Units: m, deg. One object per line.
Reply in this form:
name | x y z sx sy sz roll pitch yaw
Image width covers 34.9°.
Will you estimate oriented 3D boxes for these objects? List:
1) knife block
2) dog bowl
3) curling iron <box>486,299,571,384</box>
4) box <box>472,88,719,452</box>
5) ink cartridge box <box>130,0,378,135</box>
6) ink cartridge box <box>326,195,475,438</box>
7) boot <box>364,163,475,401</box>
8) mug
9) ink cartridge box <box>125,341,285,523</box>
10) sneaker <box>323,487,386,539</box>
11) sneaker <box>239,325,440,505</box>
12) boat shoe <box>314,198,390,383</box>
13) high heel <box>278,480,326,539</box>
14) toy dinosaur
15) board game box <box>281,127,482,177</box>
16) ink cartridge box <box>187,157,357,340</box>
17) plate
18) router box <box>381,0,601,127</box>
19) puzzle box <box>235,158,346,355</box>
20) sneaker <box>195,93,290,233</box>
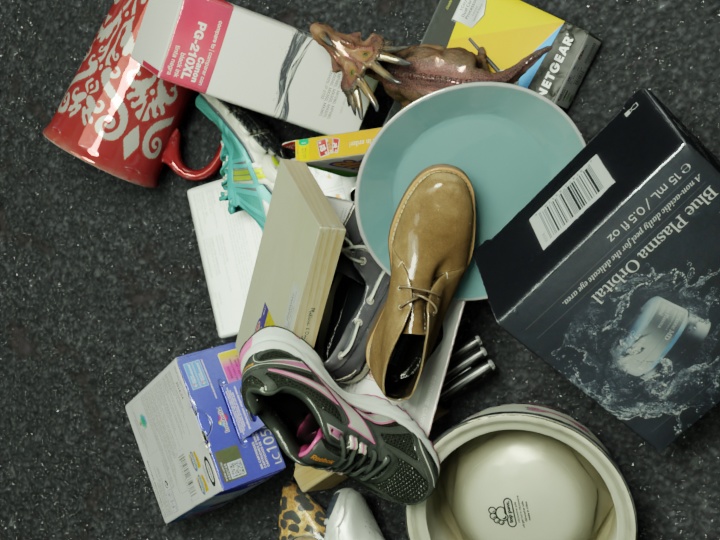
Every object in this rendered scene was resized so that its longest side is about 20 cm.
knife block | 0.040 0.131 1.088 0.174 0.064 0.202 13 90 28
dog bowl | 0.143 0.207 1.005 0.198 0.074 0.202 4 105 13
curling iron | 0.129 0.037 1.074 0.200 0.026 0.050 39 126 18
box | 0.233 0.003 0.916 0.200 0.118 0.197 37 110 -22
ink cartridge box | -0.099 -0.197 1.076 0.145 0.199 0.085 40 111 63
ink cartridge box | 0.017 0.046 1.050 0.175 0.045 0.202 14 86 29
boot | 0.053 0.014 0.933 0.073 0.076 0.201 11 112 -7
mug | -0.217 -0.199 1.221 0.201 0.177 0.133 -64 29 6
ink cartridge box | -0.152 0.160 1.132 0.200 0.076 0.137 -40 69 55
sneaker | 0.049 0.293 1.074 0.129 0.079 0.201 -18 80 24
sneaker | -0.025 0.138 0.937 0.199 0.086 0.080 35 114 -11
boat shoe | 0.000 0.000 1.008 0.072 0.063 0.202 15 86 28
high heel | -0.060 0.304 1.092 0.071 0.142 0.201 -25 77 24
toy dinosaur | 0.060 -0.166 0.986 0.198 0.135 0.087 1 86 19
board game box | 0.035 -0.109 1.028 0.199 0.095 0.030 -1 85 30
ink cartridge box | -0.066 -0.030 1.173 0.198 0.047 0.161 -15 81 9
plate | 0.093 -0.066 0.949 0.198 0.026 0.202 -2 120 -3
router box | 0.112 -0.155 1.071 0.149 0.051 0.201 31 103 24
puzzle box | -0.065 0.020 1.006 0.133 0.025 0.201 -121 42 -54
sneaker | -0.112 -0.096 1.131 0.079 0.077 0.201 -36 77 15
